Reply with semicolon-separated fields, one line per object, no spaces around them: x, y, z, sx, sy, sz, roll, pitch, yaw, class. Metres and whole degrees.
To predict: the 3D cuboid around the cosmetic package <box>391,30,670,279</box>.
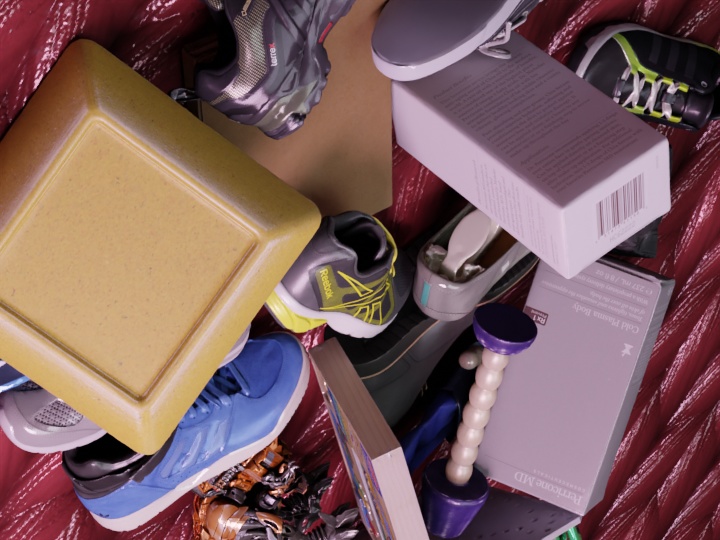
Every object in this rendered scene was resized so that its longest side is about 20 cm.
0.118;-0.092;1.393;0.101;0.200;0.072;-32;139;-19;cosmetic package

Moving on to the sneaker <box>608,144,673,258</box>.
0.210;-0.068;1.553;0.200;0.059;0.105;17;82;-69;sneaker

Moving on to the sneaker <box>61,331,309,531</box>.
-0.127;0.099;1.412;0.199;0.077;0.111;-35;149;-7;sneaker

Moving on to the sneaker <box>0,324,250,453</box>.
-0.159;0.053;1.328;0.199;0.075;0.082;-29;168;-29;sneaker

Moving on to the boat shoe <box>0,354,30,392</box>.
-0.185;0.013;1.286;0.199;0.084;0.069;-33;130;-22;boat shoe

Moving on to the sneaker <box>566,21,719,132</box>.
0.247;-0.151;1.563;0.199;0.083;0.072;-7;125;-40;sneaker

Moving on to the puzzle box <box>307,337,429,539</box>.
0.015;0.163;1.467;0.025;0.133;0.201;-24;131;-9;puzzle box

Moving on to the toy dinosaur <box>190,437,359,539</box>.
-0.085;0.181;1.530;0.135;0.103;0.201;14;127;-24;toy dinosaur

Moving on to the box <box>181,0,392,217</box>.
-0.046;-0.097;1.375;0.163;0.021;0.201;-26;136;-27;box

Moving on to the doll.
0.078;0.113;1.629;0.200;0.048;0.137;-47;164;-25;doll

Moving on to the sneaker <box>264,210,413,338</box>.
0.000;0.000;1.412;0.084;0.075;0.200;-38;168;23;sneaker

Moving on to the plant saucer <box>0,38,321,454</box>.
-0.153;-0.008;1.232;0.199;0.048;0.201;35;93;-15;plant saucer

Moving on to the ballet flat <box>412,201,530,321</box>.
0.112;-0.042;1.504;0.200;0.067;0.064;-48;156;-28;ballet flat

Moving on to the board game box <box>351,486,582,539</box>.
0.056;0.241;1.618;0.199;0.199;0.026;-26;106;-26;board game box

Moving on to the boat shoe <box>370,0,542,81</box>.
0.081;-0.185;1.382;0.200;0.073;0.068;-49;153;-31;boat shoe

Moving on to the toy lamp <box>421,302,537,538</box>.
0.089;0.123;1.524;0.058;0.058;0.201;-12;132;-37;toy lamp

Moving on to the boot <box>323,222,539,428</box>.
0.057;0.047;1.567;0.199;0.078;0.139;-29;148;-16;boot

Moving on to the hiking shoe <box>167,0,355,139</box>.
-0.055;-0.189;1.245;0.100;0.076;0.202;15;94;-26;hiking shoe

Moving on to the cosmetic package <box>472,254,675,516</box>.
0.173;0.085;1.587;0.090;0.106;0.202;-3;111;-73;cosmetic package
